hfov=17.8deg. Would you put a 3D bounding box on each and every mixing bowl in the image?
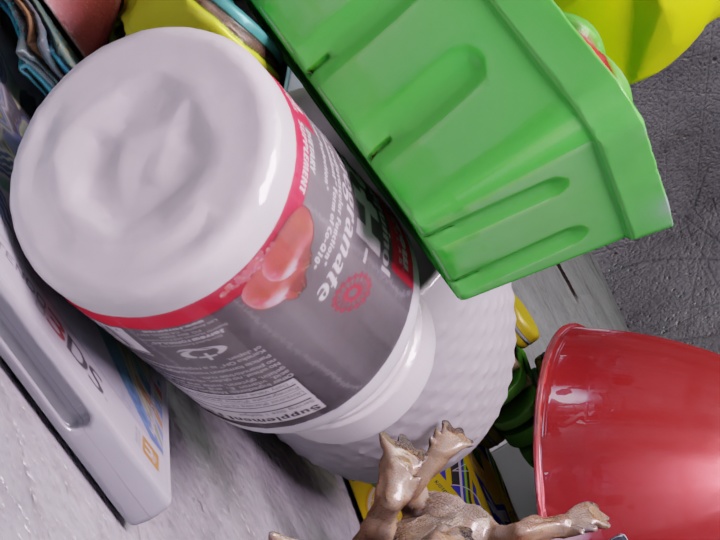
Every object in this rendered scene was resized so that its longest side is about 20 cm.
[{"bbox_3d":[0.172,0.118,1.201,0.200,0.108,0.201,-10,90,-68],"label":"mixing bowl"}]

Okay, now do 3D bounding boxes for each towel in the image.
[{"bbox_3d":[-0.125,-0.082,1.019,0.147,0.022,0.200,57,-1,-33],"label":"towel"}]

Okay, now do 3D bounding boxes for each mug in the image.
[{"bbox_3d":[0.000,0.000,1.121,0.176,0.147,0.201,66,12,-52],"label":"mug"}]

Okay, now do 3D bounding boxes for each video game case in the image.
[{"bbox_3d":[-0.129,-0.022,0.894,0.183,0.022,0.200,57,10,-26],"label":"video game case"}]

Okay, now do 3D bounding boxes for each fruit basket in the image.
[{"bbox_3d":[0.071,-0.113,0.919,0.216,0.215,0.156,65,4,24],"label":"fruit basket"}]

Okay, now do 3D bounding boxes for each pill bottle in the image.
[{"bbox_3d":[-0.042,-0.002,0.896,0.200,0.110,0.111,46,17,-58],"label":"pill bottle"}]

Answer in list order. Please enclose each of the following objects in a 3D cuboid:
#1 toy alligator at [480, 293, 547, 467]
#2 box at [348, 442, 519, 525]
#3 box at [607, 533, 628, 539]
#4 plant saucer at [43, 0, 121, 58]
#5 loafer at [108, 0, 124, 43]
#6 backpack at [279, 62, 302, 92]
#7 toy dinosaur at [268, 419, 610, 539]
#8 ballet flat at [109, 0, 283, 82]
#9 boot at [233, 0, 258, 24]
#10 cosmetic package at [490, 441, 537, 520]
[{"bbox_3d":[0.090,0.080,1.230,0.200,0.059,0.054,53,13,-21],"label":"toy alligator"},{"bbox_3d":[0.050,0.150,1.211,0.064,0.070,0.200,46,17,-51],"label":"box"},{"bbox_3d":[0.092,0.237,0.929,0.107,0.148,0.200,51,13,-45],"label":"box"},{"bbox_3d":[-0.167,-0.192,1.028,0.200,0.037,0.200,56,0,-15],"label":"plant saucer"},{"bbox_3d":[-0.098,-0.153,1.148,0.068,0.076,0.200,-11,65,-33],"label":"loafer"},{"bbox_3d":[0.008,-0.061,1.302,0.200,0.153,0.176,-47,147,-72],"label":"backpack"},{"bbox_3d":[0.023,0.148,1.055,0.086,0.136,0.200,42,26,24],"label":"toy dinosaur"},{"bbox_3d":[-0.077,-0.090,0.966,0.067,0.067,0.200,39,4,-15],"label":"ballet flat"},{"bbox_3d":[-0.064,-0.219,1.271,0.211,0.079,0.158,-145,-140,-70],"label":"boot"},{"bbox_3d":[0.113,0.209,1.337,0.108,0.085,0.200,45,19,-46],"label":"cosmetic package"}]
